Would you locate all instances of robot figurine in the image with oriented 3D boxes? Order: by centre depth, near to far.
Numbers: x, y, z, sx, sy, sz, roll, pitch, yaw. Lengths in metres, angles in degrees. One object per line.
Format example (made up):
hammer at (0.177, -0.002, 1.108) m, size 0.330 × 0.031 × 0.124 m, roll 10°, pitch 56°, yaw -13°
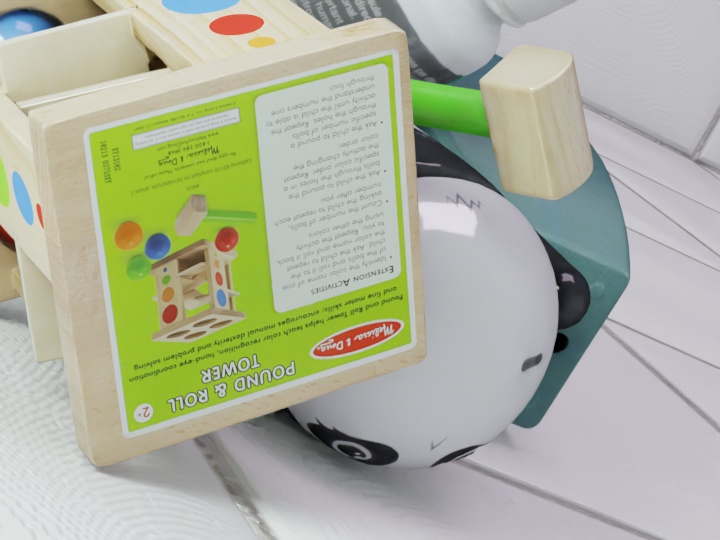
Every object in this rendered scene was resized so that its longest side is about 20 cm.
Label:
robot figurine at (-0.001, 0.002, 1.003) m, size 0.125 × 0.150 × 0.200 m, roll 55°, pitch -7°, yaw -32°

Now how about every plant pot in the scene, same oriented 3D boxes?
plant pot at (0.037, -0.020, 1.192) m, size 0.141 × 0.141 × 0.200 m, roll 23°, pitch 18°, yaw -28°

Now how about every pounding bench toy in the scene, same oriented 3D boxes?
pounding bench toy at (-0.038, -0.047, 0.867) m, size 0.200 × 0.124 × 0.156 m, roll -17°, pitch 31°, yaw -21°

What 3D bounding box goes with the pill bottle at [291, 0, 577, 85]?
pill bottle at (-0.008, -0.123, 1.103) m, size 0.113 × 0.200 × 0.113 m, roll 52°, pitch 24°, yaw -35°
